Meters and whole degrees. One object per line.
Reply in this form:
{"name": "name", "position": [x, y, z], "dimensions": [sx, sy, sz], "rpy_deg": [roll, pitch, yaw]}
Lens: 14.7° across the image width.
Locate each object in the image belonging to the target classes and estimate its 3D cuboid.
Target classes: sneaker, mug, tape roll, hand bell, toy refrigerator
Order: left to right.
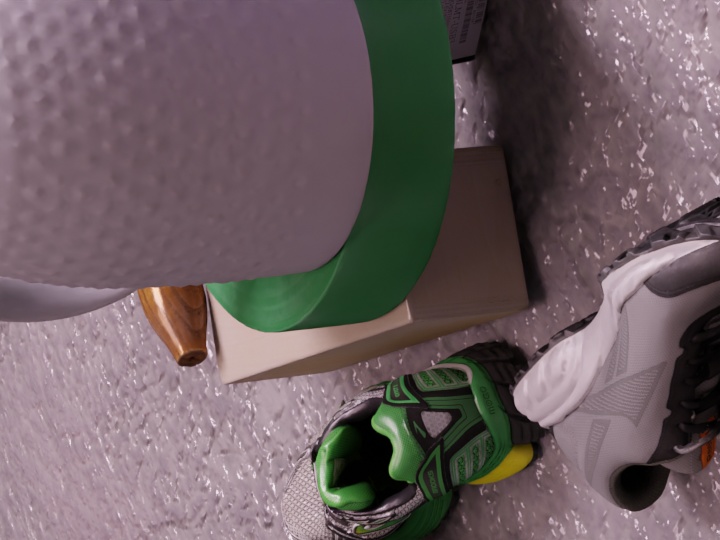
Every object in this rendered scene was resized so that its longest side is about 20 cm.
{"name": "mug", "position": [-0.113, -0.048, 1.143], "dimensions": [0.148, 0.174, 0.200], "rpy_deg": [65, 146, 32]}
{"name": "hand bell", "position": [-0.112, -0.038, 1.408], "dimensions": [0.104, 0.103, 0.201], "rpy_deg": [119, 139, -51]}
{"name": "tape roll", "position": [-0.028, -0.075, 1.215], "dimensions": [0.200, 0.048, 0.202], "rpy_deg": [16, 108, 60]}
{"name": "toy refrigerator", "position": [0.000, 0.000, 1.299], "dimensions": [0.200, 0.070, 0.076], "rpy_deg": [-22, 76, 60]}
{"name": "sneaker", "position": [0.004, 0.087, 1.311], "dimensions": [0.200, 0.085, 0.078], "rpy_deg": [-43, 65, 58]}
{"name": "sneaker", "position": [0.128, 0.030, 1.093], "dimensions": [0.080, 0.074, 0.200], "rpy_deg": [56, 153, 15]}

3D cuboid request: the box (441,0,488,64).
{"name": "box", "position": [0.002, -0.223, 1.218], "dimensions": [0.200, 0.049, 0.199], "rpy_deg": [51, 142, 38]}
